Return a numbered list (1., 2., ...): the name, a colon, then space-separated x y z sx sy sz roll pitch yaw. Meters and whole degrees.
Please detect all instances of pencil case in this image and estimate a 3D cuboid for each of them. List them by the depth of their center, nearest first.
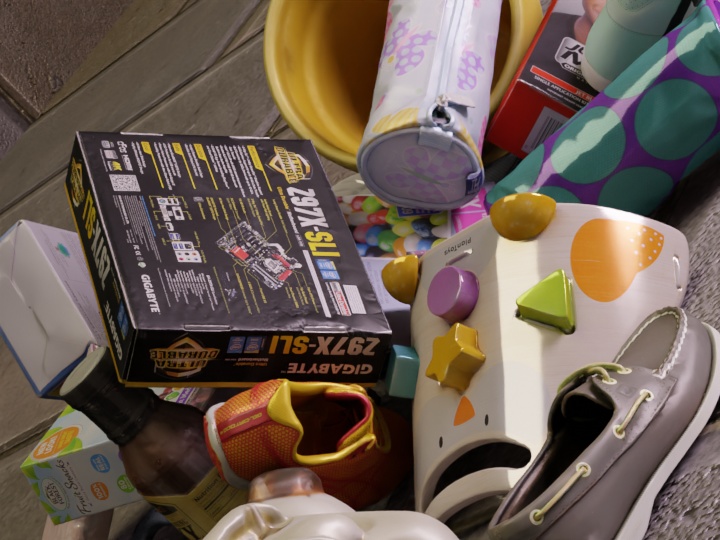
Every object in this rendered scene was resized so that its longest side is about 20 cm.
1. pencil case: 0.171 -0.074 1.429 0.200 0.085 0.092 -41 -23 14
2. pencil case: 0.049 -0.135 1.517 0.091 0.083 0.200 89 -172 -49

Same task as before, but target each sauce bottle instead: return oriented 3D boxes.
1. sauce bottle: -0.095 0.125 1.367 0.065 0.200 0.065 -42 13 12

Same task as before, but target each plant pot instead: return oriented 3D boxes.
1. plant pot: 0.053 -0.156 1.710 0.201 0.201 0.189 -41 -20 10

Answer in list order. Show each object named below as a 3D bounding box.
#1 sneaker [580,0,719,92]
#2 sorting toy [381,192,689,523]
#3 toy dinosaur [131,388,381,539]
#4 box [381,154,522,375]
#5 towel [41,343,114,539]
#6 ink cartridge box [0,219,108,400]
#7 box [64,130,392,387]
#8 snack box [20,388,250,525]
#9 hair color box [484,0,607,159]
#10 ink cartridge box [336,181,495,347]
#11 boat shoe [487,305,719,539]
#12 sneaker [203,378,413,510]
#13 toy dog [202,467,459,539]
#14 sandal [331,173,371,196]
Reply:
1. sneaker: 0.233 -0.199 1.498 0.200 0.074 0.118 -37 -22 -32
2. sorting toy: 0.080 0.067 1.318 0.200 0.107 0.180 -31 39 41
3. toy dinosaur: -0.094 0.167 1.565 0.200 0.105 0.181 -14 -9 -25
4. box: 0.037 0.003 1.628 0.158 0.051 0.200 -53 19 -28
5. towel: -0.203 0.167 1.682 0.191 0.032 0.200 -133 56 -77
6. ink cartridge box: -0.228 0.042 1.958 0.076 0.137 0.200 -40 -21 18
7. box: -0.085 -0.009 1.398 0.200 0.160 0.049 -113 33 -47
8. snack box: -0.119 0.080 1.507 0.142 0.053 0.200 -19 19 26
9. hair color box: 0.165 -0.141 1.567 0.061 0.101 0.200 -62 0 41
10. ink cartridge box: 0.000 0.000 1.479 0.200 0.042 0.119 -7 41 -4
11. boat shoe: 0.127 0.083 1.168 0.072 0.060 0.202 -27 23 48
12. sneaker: -0.011 0.102 1.348 0.077 0.073 0.200 -23 -14 25
13. toy dog: -0.023 0.166 1.202 0.194 0.140 0.200 -34 13 -13
14. sandal: -0.004 0.002 1.546 0.203 0.082 0.050 -72 -13 -50
